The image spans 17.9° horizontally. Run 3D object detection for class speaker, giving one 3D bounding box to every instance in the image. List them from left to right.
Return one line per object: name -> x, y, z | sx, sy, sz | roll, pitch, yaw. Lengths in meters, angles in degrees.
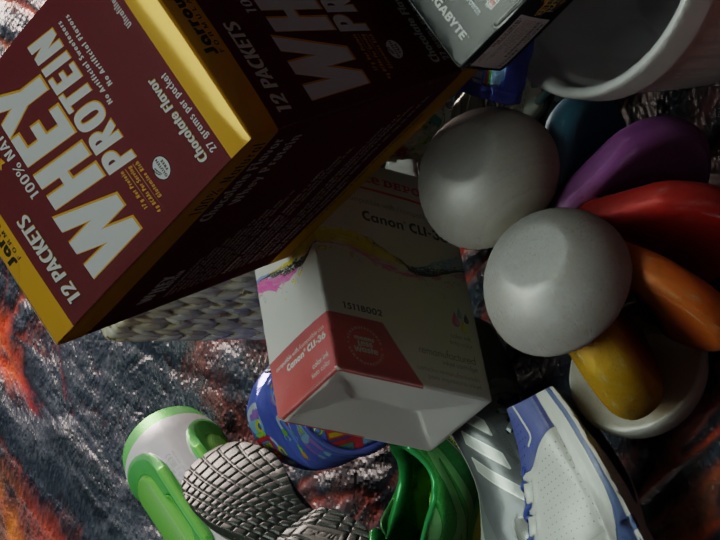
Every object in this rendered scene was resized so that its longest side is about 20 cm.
speaker -> -0.104, 0.187, 1.674 | 0.200, 0.088, 0.089 | 50, 130, 44

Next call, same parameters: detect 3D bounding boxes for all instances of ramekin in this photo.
ramekin -> 0.161, -0.192, 1.251 | 0.200, 0.104, 0.202 | 0, 90, 56

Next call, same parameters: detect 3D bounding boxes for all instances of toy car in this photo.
toy car -> 0.139, -0.019, 1.265 | 0.150, 0.175, 0.200 | -38, 51, 9

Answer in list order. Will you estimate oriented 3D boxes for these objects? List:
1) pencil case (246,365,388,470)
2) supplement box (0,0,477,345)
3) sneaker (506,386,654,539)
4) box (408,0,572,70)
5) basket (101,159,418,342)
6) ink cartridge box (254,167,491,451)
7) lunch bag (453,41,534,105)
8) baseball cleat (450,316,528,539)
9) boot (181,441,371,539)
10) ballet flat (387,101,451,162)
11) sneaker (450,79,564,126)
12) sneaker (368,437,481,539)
pencil case -> -0.023, 0.085, 1.501 | 0.087, 0.078, 0.200 | 60, 166, 1
supplement box -> -0.083, -0.088, 1.226 | 0.197, 0.200, 0.133 | -43, 77, 39
sneaker -> 0.112, 0.172, 1.284 | 0.115, 0.081, 0.200 | -29, 73, 10
box -> 0.059, -0.230, 1.189 | 0.159, 0.046, 0.200 | -45, 69, 26
basket -> -0.087, -0.065, 1.546 | 0.161, 0.199, 0.199 | -47, 52, 48
ink cartridge box -> 0.000, 0.000, 1.388 | 0.067, 0.116, 0.201 | -44, 45, 40
lunch bag -> 0.042, -0.185, 1.280 | 0.199, 0.094, 0.152 | 22, 109, 43
baseball cleat -> 0.106, 0.115, 1.387 | 0.106, 0.069, 0.201 | -22, 75, 39
boot -> -0.042, 0.206, 1.540 | 0.200, 0.068, 0.131 | 30, 149, 48
ballet flat -> -0.039, -0.116, 1.396 | 0.199, 0.064, 0.076 | 10, 71, 20
sneaker -> 0.107, -0.125, 1.376 | 0.086, 0.077, 0.201 | 25, 119, 46
sneaker -> 0.041, 0.192, 1.455 | 0.074, 0.083, 0.202 | 0, 91, 56
